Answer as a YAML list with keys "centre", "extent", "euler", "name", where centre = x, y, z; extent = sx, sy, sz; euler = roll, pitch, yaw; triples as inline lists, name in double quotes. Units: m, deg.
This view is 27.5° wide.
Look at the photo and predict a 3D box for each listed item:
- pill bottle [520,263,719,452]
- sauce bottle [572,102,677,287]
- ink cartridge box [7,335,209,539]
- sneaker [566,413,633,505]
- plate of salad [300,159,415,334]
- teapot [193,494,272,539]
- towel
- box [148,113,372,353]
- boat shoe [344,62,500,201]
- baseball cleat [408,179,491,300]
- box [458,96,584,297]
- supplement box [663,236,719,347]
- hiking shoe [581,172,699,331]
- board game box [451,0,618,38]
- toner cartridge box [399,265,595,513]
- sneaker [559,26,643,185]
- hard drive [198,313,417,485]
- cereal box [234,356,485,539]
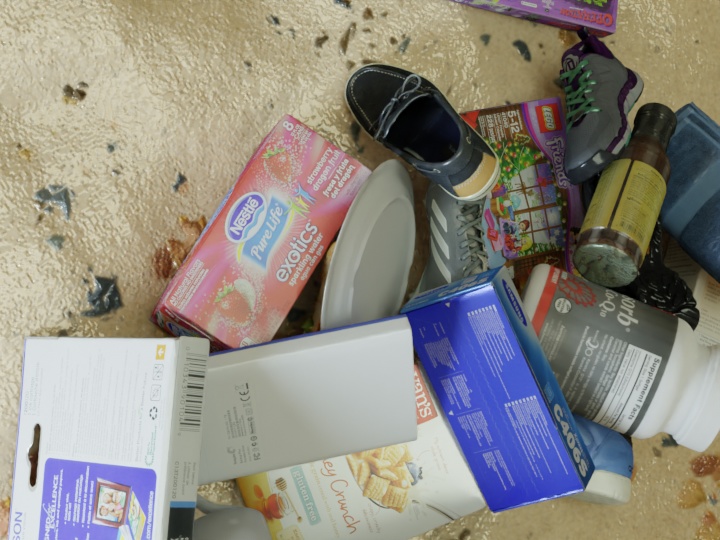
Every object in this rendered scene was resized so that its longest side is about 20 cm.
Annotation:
- centre: [0.229, 0.081, 1.315]
  extent: [0.199, 0.116, 0.117]
  euler: [22, 76, 4]
  name: "pill bottle"
- centre: [0.252, -0.075, 1.362]
  extent: [0.065, 0.065, 0.201]
  euler: [39, 54, -16]
  name: "sauce bottle"
- centre: [-0.203, 0.150, 1.161]
  extent: [0.043, 0.199, 0.200]
  euler: [10, 82, -47]
  name: "ink cartridge box"
- centre: [0.168, 0.146, 1.381]
  extent: [0.198, 0.077, 0.112]
  euler: [14, 72, -14]
  name: "sneaker"
- centre: [0.000, 0.000, 1.280]
  extent: [0.048, 0.200, 0.202]
  euler: [14, 77, 20]
  name: "plate of salad"
- centre: [-0.127, 0.289, 1.175]
  extent: [0.145, 0.200, 0.199]
  euler: [-14, 106, -8]
  name: "teapot"
- centre: [0.345, -0.065, 1.414]
  extent: [0.112, 0.200, 0.048]
  euler: [-45, 147, 7]
  name: "towel"
- centre: [-0.086, -0.021, 1.260]
  extent: [0.095, 0.100, 0.201]
  euler: [34, 73, -8]
  name: "box"
- centre: [0.046, -0.133, 1.292]
  extent: [0.075, 0.200, 0.062]
  euler: [-48, 139, 5]
  name: "boat shoe"
- centre: [0.099, -0.016, 1.314]
  extent: [0.069, 0.106, 0.202]
  euler: [-4, 110, -39]
  name: "baseball cleat"
- centre: [0.146, -0.057, 1.405]
  extent: [0.136, 0.039, 0.202]
  euler: [-12, 91, -25]
  name: "box"
- centre: [0.371, 0.014, 1.481]
  extent: [0.125, 0.073, 0.201]
  euler: [23, 77, -20]
  name: "supplement box"
- centre: [0.255, -0.010, 1.428]
  extent: [0.075, 0.101, 0.201]
  euler: [-10, 68, -17]
  name: "hiking shoe"
- centre: [0.166, -0.308, 1.443]
  extent: [0.198, 0.032, 0.121]
  euler: [10, 78, -23]
  name: "board game box"
- centre: [0.119, 0.104, 1.266]
  extent: [0.201, 0.094, 0.043]
  euler: [65, 29, -11]
  name: "toner cartridge box"
- centre: [0.209, -0.157, 1.392]
  extent: [0.088, 0.074, 0.200]
  euler: [48, 33, -14]
  name: "sneaker"
- centre: [-0.054, 0.109, 1.214]
  extent: [0.198, 0.025, 0.133]
  euler: [-11, 131, -7]
  name: "hard drive"
- centre: [-0.006, 0.176, 1.289]
  extent: [0.199, 0.040, 0.145]
  euler: [-22, 94, -6]
  name: "cereal box"
